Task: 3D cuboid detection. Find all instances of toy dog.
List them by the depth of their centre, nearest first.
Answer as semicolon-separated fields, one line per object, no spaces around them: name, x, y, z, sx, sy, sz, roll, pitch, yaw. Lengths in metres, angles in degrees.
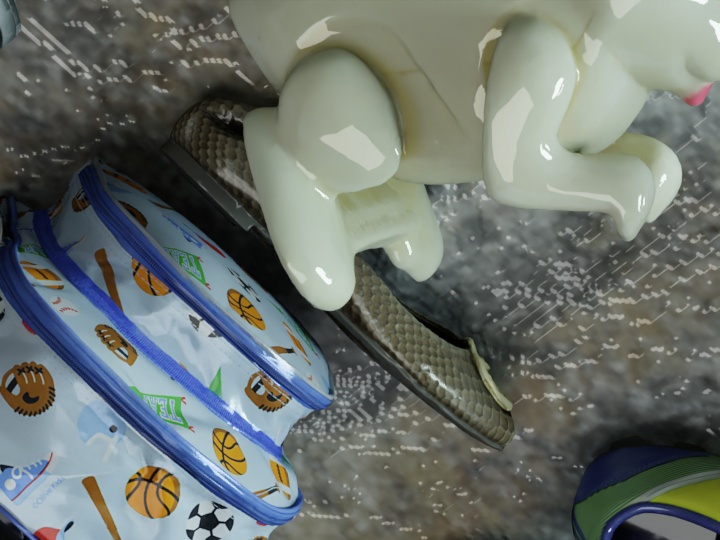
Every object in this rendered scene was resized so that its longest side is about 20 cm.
toy dog;0.063;-0.096;0.947;0.200;0.140;0.194;-22;79;22

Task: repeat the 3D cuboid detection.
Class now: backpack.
backpack;-0.099;0.055;1.015;0.200;0.191;0.154;36;103;-14

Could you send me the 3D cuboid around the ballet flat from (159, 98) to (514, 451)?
ballet flat;0.000;0.000;1.048;0.200;0.067;0.046;44;85;-14

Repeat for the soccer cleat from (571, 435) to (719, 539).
soccer cleat;0.190;0.115;1.069;0.200;0.084;0.065;2;121;7

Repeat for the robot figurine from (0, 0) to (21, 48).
robot figurine;-0.205;-0.157;0.959;0.145;0.058;0.200;-6;128;50
